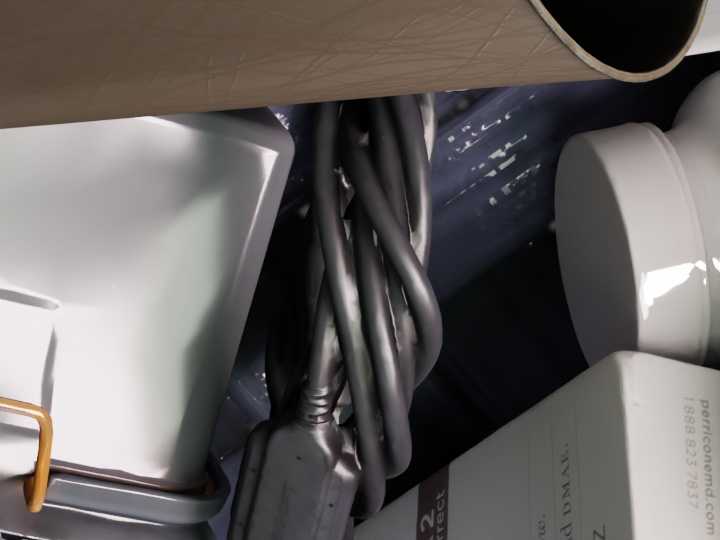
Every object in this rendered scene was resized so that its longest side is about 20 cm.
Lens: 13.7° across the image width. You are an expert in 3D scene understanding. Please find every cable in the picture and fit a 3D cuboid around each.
[{"bbox_3d":[0.000,0.000,0.899,0.051,0.163,0.200,11,131,0],"label":"cable"}]

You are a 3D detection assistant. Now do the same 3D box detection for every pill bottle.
[{"bbox_3d":[0.171,-0.018,0.976,0.199,0.113,0.113,-10,125,-12],"label":"pill bottle"}]

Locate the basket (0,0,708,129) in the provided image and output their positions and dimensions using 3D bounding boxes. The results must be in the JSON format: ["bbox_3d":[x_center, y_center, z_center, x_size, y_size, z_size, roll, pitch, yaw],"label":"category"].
[{"bbox_3d":[-0.034,-0.103,0.755,0.199,0.137,0.180,-7,166,26],"label":"basket"}]

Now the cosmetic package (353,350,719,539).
[{"bbox_3d":[0.103,0.148,0.985,0.164,0.165,0.200,14,151,-25],"label":"cosmetic package"}]

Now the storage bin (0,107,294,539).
[{"bbox_3d":[-0.117,-0.008,0.886,0.199,0.146,0.135,14,107,-25],"label":"storage bin"}]

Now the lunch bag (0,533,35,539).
[{"bbox_3d":[-0.143,0.154,0.972,0.200,0.124,0.170,-25,144,-39],"label":"lunch bag"}]

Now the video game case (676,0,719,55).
[{"bbox_3d":[0.150,-0.084,0.850,0.182,0.200,0.023,-15,97,-48],"label":"video game case"}]
